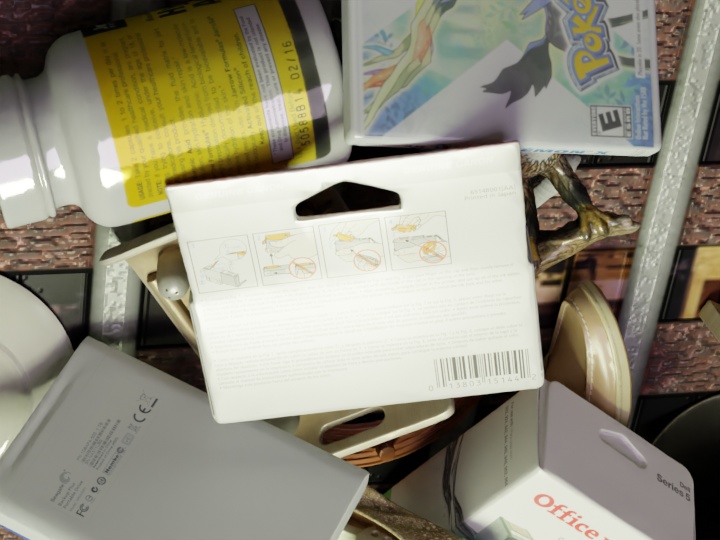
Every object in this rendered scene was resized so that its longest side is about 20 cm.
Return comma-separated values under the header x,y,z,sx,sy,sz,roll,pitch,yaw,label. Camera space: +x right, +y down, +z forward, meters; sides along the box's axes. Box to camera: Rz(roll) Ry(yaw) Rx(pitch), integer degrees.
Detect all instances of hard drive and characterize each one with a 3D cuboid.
x,y,z,sx,sy,sz,roll,pitch,yaw,label
-0.112,0.134,1.136,0.198,0.132,0.025,25,147,11,hard drive

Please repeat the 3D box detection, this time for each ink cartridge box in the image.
x,y,z,sx,sy,sz,roll,pitch,yaw,label
0.108,0.182,1.279,0.145,0.085,0.200,32,129,-22,ink cartridge box
0.000,0.000,1.079,0.198,0.045,0.178,-6,127,3,ink cartridge box

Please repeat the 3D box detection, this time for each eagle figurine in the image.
x,y,z,sx,sy,sz,roll,pitch,yaw,label
0.087,-0.096,1.135,0.151,0.150,0.201,-36,102,-44,eagle figurine

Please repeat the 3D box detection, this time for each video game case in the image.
x,y,z,sx,sy,sz,roll,pitch,yaw,label
0.077,-0.166,1.046,0.180,0.022,0.203,1,82,-15,video game case

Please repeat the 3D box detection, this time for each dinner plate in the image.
x,y,z,sx,sy,sz,roll,pitch,yaw,label
-0.272,0.085,1.171,0.198,0.024,0.202,-10,126,-14,dinner plate

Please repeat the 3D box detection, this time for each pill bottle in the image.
x,y,z,sx,sy,sz,roll,pitch,yaw,label
-0.112,-0.088,1.057,0.198,0.112,0.112,-16,126,-10,pill bottle

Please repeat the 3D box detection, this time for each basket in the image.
x,y,z,sx,sy,sz,roll,pitch,yaw,label
0.277,0.222,1.383,0.135,0.181,0.201,8,139,24,basket

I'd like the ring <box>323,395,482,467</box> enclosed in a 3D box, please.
x,y,z,sx,sy,sz,roll,pitch,yaw,label
0.007,0.053,1.251,0.198,0.019,0.202,-10,125,-14,ring

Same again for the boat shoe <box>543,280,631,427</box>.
x,y,z,sx,sy,sz,roll,pitch,yaw,label
0.142,0.098,1.296,0.064,0.071,0.202,-11,126,-13,boat shoe

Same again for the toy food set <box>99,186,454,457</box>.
x,y,z,sx,sy,sz,roll,pitch,yaw,label
-0.048,0.038,1.161,0.142,0.061,0.201,-21,124,19,toy food set

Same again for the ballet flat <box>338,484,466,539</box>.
x,y,z,sx,sy,sz,roll,pitch,yaw,label
-0.005,0.173,1.216,0.065,0.198,0.071,-40,144,-49,ballet flat

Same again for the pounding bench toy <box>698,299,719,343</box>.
x,y,z,sx,sy,sz,roll,pitch,yaw,label
0.371,0.035,1.302,0.199,0.125,0.157,23,112,-31,pounding bench toy
